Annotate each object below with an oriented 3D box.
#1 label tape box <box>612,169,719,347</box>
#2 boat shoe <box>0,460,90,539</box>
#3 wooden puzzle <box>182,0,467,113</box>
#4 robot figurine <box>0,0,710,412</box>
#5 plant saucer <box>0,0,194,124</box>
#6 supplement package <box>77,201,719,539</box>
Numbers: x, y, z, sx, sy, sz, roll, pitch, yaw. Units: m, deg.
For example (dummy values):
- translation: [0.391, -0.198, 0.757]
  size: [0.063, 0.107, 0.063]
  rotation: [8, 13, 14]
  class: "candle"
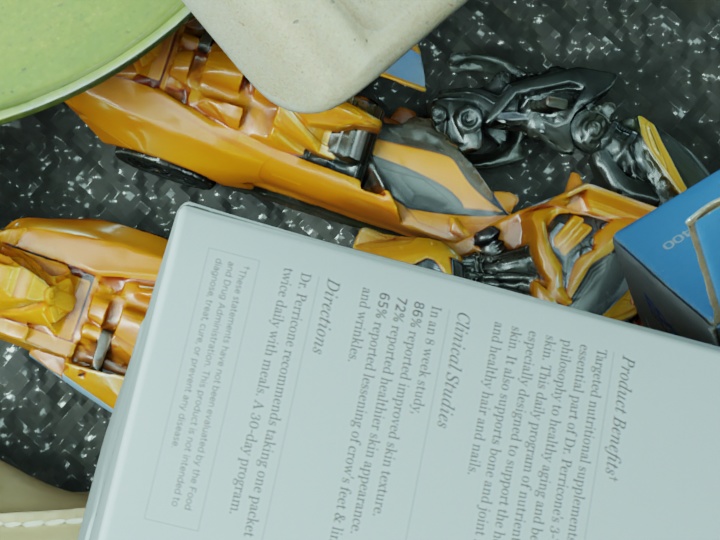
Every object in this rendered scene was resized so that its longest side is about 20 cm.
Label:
- translation: [0.142, -0.008, 0.708]
  size: [0.144, 0.200, 0.063]
  rotation: [-31, 50, -5]
  class: "label tape box"
- translation: [-0.124, 0.063, 0.755]
  size: [0.199, 0.072, 0.065]
  rotation: [-4, 86, 3]
  class: "boat shoe"
- translation: [0.002, -0.166, 0.693]
  size: [0.200, 0.046, 0.185]
  rotation: [-40, 96, -3]
  class: "wooden puzzle"
- translation: [0.000, 0.000, 0.768]
  size: [0.200, 0.058, 0.145]
  rotation: [18, 83, 0]
  class: "robot figurine"
- translation: [-0.104, -0.115, 0.758]
  size: [0.199, 0.031, 0.200]
  rotation: [-5, 63, 10]
  class: "plant saucer"
- translation: [0.030, 0.106, 0.643]
  size: [0.200, 0.151, 0.152]
  rotation: [15, 63, -5]
  class: "supplement package"
